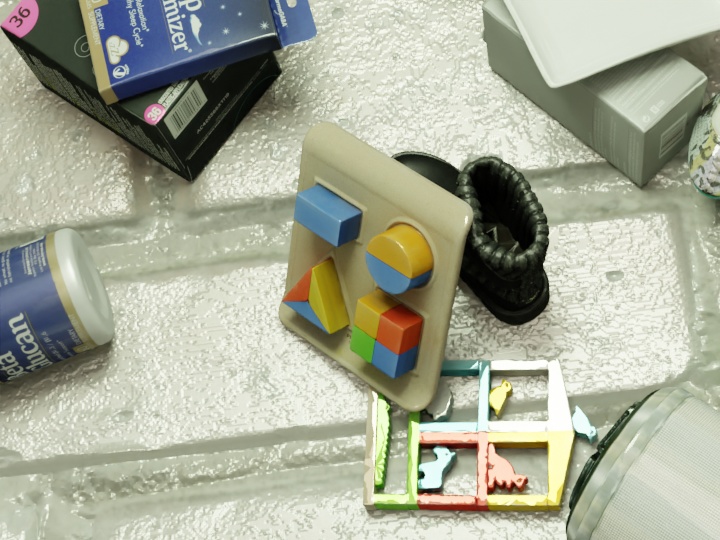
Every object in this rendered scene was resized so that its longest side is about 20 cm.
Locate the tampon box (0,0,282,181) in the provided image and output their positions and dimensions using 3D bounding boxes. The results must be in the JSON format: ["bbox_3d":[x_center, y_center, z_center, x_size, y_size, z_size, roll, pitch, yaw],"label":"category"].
[{"bbox_3d":[-0.205,-0.211,1.598,0.200,0.126,0.150,33,77,21],"label":"tampon box"}]

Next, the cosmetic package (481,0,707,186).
[{"bbox_3d":[0.207,-0.181,1.521,0.090,0.107,0.200,-41,68,-11],"label":"cosmetic package"}]

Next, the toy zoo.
[{"bbox_3d":[0.104,0.141,1.456,0.199,0.020,0.132,-1,68,11],"label":"toy zoo"}]

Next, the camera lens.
[{"bbox_3d":[0.273,0.200,1.324,0.200,0.160,0.160,33,77,21],"label":"camera lens"}]

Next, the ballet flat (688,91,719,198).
[{"bbox_3d":[0.344,-0.152,1.478,0.072,0.072,0.201,25,59,19],"label":"ballet flat"}]

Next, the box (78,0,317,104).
[{"bbox_3d":[-0.148,-0.233,1.511,0.199,0.032,0.122,-17,66,2],"label":"box"}]

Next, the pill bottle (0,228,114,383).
[{"bbox_3d":[-0.332,0.047,1.526,0.199,0.111,0.111,-21,66,2],"label":"pill bottle"}]

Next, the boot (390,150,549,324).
[{"bbox_3d":[0.088,-0.056,1.463,0.079,0.158,0.211,-45,68,-9],"label":"boot"}]

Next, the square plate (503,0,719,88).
[{"bbox_3d":[0.216,-0.259,1.486,0.199,0.028,0.199,-20,60,-9],"label":"square plate"}]

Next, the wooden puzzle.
[{"bbox_3d":[0.000,0.000,1.438,0.185,0.201,0.046,33,36,32],"label":"wooden puzzle"}]
